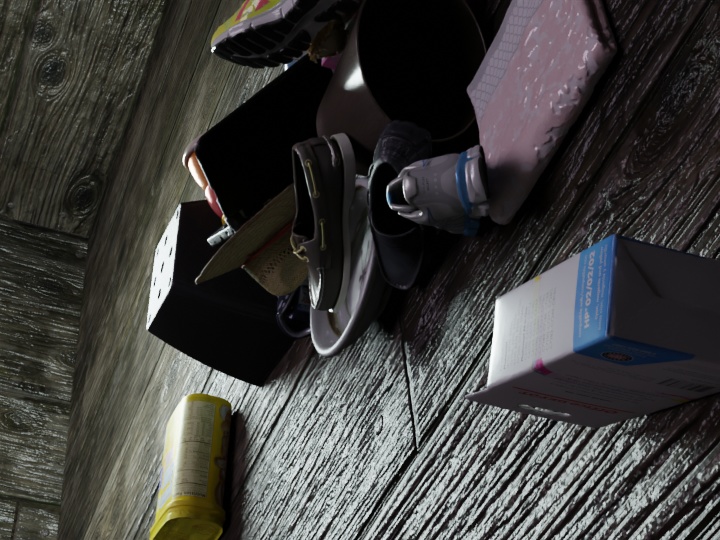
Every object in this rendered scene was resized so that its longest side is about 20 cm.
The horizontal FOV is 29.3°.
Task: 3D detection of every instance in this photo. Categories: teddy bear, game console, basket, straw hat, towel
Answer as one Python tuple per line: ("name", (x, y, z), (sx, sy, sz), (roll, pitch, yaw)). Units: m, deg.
("teddy bear", (-0.047, -0.297, 1.472), (0.201, 0.066, 0.145), (-98, 29, -46))
("game console", (-0.111, -0.139, 1.606), (0.200, 0.117, 0.176), (-41, 8, -22))
("basket", (0.032, -0.184, 1.424), (0.200, 0.135, 0.182), (139, 126, -67))
("straw hat", (-0.089, -0.020, 1.569), (0.201, 0.085, 0.201), (-41, -3, -2))
("towel", (0.151, -0.172, 1.210), (0.192, 0.032, 0.200), (-96, 25, -45))

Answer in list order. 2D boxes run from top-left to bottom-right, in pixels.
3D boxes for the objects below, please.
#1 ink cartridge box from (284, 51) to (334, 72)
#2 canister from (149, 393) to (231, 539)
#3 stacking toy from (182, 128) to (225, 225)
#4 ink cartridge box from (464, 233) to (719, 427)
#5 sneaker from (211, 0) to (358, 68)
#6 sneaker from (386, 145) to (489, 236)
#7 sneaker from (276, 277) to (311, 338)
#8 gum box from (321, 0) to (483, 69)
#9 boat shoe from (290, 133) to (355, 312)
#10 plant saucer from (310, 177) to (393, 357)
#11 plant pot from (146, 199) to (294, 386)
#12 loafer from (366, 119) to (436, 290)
("ink cartridge box", (-0.050, -0.252, 1.701), (0.200, 0.087, 0.146), (92, 180, -59))
("canister", (-0.243, 0.297, 1.996), (0.149, 0.086, 0.201), (126, 153, -50))
("stacking toy", (-0.140, -0.081, 1.773), (0.146, 0.145, 0.201), (-44, 57, 60))
("ink cartridge box", (0.159, 0.046, 0.891), (0.200, 0.114, 0.068), (144, 137, -64))
("sneaker", (-0.075, -0.275, 1.391), (0.199, 0.078, 0.091), (-26, 60, 34))
("sneaker", (0.066, -0.071, 1.232), (0.200, 0.086, 0.075), (68, -165, -83))
("sneaker", (-0.058, -0.010, 1.666), (0.109, 0.070, 0.201), (-94, 17, -54))
("gum box", (0.042, -0.277, 1.482), (0.200, 0.113, 0.067), (133, 146, -57))
("boat shoe", (-0.044, -0.046, 1.442), (0.072, 0.060, 0.203), (-128, 35, -55))
("plant saucer", (0.000, 0.000, 1.518), (0.200, 0.050, 0.201), (-167, 90, -73))
("plant pot", (-0.184, 0.014, 1.867), (0.200, 0.176, 0.201), (130, 148, -53))
("loafer", (0.034, -0.052, 1.331), (0.201, 0.068, 0.071), (89, -154, -45))
